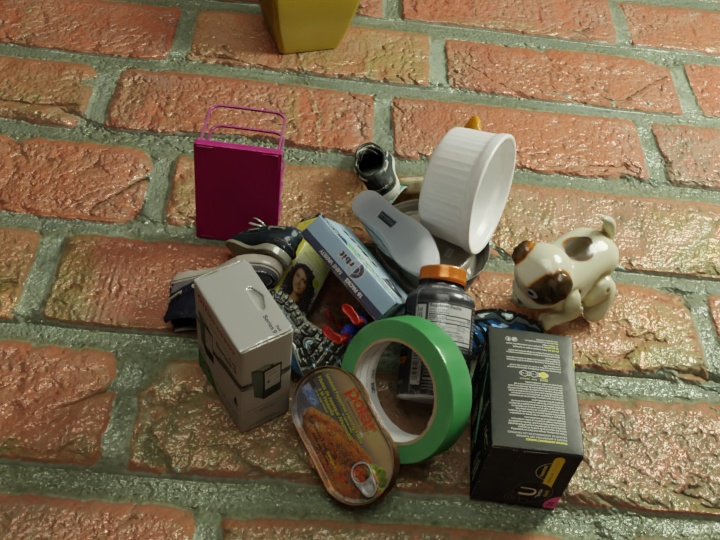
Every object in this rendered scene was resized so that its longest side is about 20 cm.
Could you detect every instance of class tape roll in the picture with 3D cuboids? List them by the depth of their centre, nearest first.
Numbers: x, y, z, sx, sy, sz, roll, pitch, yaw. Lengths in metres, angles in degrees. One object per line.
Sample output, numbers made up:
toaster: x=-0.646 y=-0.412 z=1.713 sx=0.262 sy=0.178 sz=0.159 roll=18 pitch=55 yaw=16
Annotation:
tape roll: x=0.060 y=0.165 z=1.225 sx=0.048 sy=0.201 sz=0.200 roll=-5 pitch=43 yaw=-49

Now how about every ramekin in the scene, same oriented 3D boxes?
ramekin: x=0.173 y=-0.136 z=1.438 sx=0.097 sy=0.201 sz=0.201 roll=20 pitch=48 yaw=21

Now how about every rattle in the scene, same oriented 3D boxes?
rattle: x=0.117 y=-0.193 z=1.584 sx=0.199 sy=0.144 sz=0.130 roll=0 pitch=28 yaw=3

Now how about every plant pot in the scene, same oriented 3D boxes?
plant pot: x=-0.122 y=-0.577 z=1.873 sx=0.199 sy=0.177 sz=0.200 roll=-10 pitch=51 yaw=-18

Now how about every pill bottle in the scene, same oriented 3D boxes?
pill bottle: x=0.115 y=0.094 z=1.306 sx=0.106 sy=0.106 sz=0.201 roll=7 pitch=77 yaw=-2

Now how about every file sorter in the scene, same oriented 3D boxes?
file sorter: x=-0.197 y=-0.162 z=1.480 sx=0.138 sy=0.201 sz=0.126 roll=7 pitch=45 yaw=-2

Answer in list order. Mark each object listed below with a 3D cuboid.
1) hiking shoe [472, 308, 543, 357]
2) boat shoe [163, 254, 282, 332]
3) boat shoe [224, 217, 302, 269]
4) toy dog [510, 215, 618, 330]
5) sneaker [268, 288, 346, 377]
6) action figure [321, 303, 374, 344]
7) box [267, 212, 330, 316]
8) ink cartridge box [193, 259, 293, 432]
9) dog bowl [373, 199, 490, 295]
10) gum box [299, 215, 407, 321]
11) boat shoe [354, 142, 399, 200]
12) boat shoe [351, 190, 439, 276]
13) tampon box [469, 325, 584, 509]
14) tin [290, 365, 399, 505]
hiking shoe: x=0.191 y=0.104 z=1.400 sx=0.199 sy=0.074 sz=0.087 roll=10 pitch=74 yaw=-3
boat shoe: x=-0.211 y=0.042 z=1.347 sx=0.199 sy=0.075 sz=0.093 roll=-14 pitch=47 yaw=27
boat shoe: x=-0.154 y=-0.044 z=1.403 sx=0.075 sy=0.200 sz=0.062 roll=43 pitch=70 yaw=-21
toy dog: x=0.321 y=0.007 z=1.393 sx=0.199 sy=0.194 sz=0.140 roll=-9 pitch=56 yaw=-45
sneaker: x=-0.086 y=0.116 z=1.328 sx=0.078 sy=0.090 sz=0.200 roll=-38 pitch=84 yaw=-22
action figure: x=-0.020 y=0.064 z=1.325 sx=0.065 sy=0.200 sz=0.099 roll=-45 pitch=74 yaw=6
box: x=-0.096 y=0.000 z=1.428 sx=0.050 sy=0.075 sz=0.200 roll=-15 pitch=36 yaw=36
ink cartridge box: x=-0.166 y=0.107 z=1.242 sx=0.084 sy=0.201 sz=0.146 roll=-23 pitch=55 yaw=-24
dog bowl: x=0.117 y=-0.032 z=1.503 sx=0.199 sy=0.059 sz=0.201 roll=4 pitch=49 yaw=-4
gum box: x=0.000 y=0.000 z=1.348 sx=0.045 sy=0.200 sz=0.170 roll=-42 pitch=81 yaw=7
boat shoe: x=0.024 y=-0.195 z=1.594 sx=0.075 sy=0.060 sz=0.200 roll=-32 pitch=32 yaw=3
boat shoe: x=0.064 y=-0.054 z=1.430 sx=0.073 sy=0.065 sz=0.200 roll=-36 pitch=57 yaw=-4
tampon box: x=0.229 y=0.207 z=1.245 sx=0.126 sy=0.150 sz=0.201 roll=7 pitch=48 yaw=-1
tin: x=-0.020 y=0.226 z=1.219 sx=0.112 sy=0.042 sz=0.201 roll=-36 pitch=67 yaw=16
